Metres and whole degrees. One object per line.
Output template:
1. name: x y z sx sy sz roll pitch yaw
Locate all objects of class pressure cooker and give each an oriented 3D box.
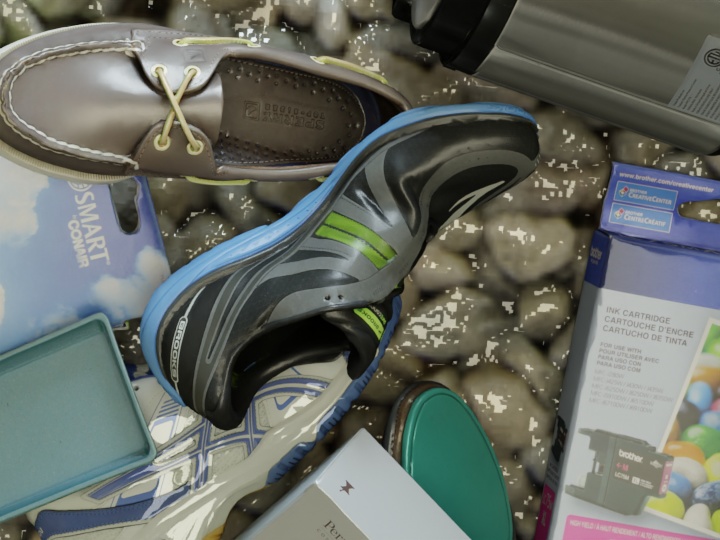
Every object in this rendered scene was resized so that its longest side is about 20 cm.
1. pressure cooker: 0.104 -0.157 1.101 0.199 0.179 0.177 17 97 -8

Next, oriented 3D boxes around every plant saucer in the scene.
1. plant saucer: -0.188 0.088 1.146 0.199 0.019 0.070 -23 84 12

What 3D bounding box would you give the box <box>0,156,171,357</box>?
1. box: -0.192 -0.016 1.149 0.199 0.048 0.123 -15 98 -5

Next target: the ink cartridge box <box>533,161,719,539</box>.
1. ink cartridge box: 0.156 0.057 1.198 0.118 0.042 0.202 10 93 -7

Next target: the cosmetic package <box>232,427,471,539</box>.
1. cosmetic package: 0.019 0.187 1.138 0.200 0.052 0.151 46 133 -2

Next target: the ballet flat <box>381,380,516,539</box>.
1. ballet flat: 0.043 0.146 1.179 0.073 0.073 0.201 -23 102 -3

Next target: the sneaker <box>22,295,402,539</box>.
1. sneaker: -0.069 0.063 1.157 0.088 0.075 0.200 44 88 -6

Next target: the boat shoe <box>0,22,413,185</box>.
1. boat shoe: -0.071 -0.071 1.116 0.199 0.059 0.072 4 89 -29

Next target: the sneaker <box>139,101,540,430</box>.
1. sneaker: 0.000 0.000 1.110 0.199 0.071 0.083 -35 59 -2
